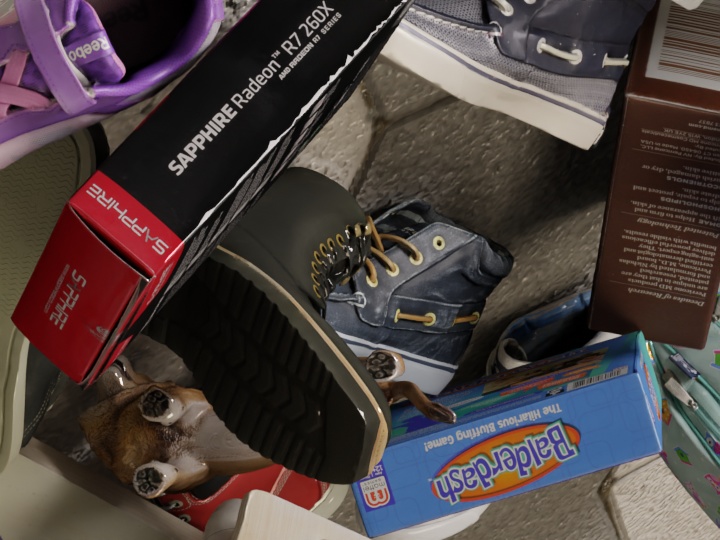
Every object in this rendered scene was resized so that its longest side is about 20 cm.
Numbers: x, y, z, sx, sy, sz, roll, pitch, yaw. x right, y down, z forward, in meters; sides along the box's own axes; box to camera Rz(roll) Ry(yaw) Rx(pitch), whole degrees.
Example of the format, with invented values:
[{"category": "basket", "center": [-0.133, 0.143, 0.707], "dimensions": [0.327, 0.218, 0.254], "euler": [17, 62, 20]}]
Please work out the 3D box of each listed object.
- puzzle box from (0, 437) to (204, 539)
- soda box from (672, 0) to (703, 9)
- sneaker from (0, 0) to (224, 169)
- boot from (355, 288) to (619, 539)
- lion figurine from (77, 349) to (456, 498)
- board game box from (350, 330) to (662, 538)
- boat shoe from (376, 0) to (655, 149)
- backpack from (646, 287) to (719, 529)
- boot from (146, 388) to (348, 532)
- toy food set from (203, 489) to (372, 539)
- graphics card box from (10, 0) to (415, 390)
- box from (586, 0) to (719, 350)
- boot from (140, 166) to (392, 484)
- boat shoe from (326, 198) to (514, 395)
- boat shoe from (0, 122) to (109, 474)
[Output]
[{"category": "puzzle box", "center": [-0.173, 0.156, 1.268], "dimensions": [0.133, 0.025, 0.200], "euler": [-42, 133, 13]}, {"category": "soda box", "center": [0.110, -0.186, 1.134], "dimensions": [0.064, 0.068, 0.200], "euler": [-49, 148, 17]}, {"category": "sneaker", "center": [-0.136, -0.079, 0.973], "dimensions": [0.200, 0.088, 0.081], "euler": [-31, 108, -19]}, {"category": "boot", "center": [0.077, 0.081, 1.469], "dimensions": [0.200, 0.074, 0.096], "euler": [-33, 144, -26]}, {"category": "lion figurine", "center": [-0.047, 0.074, 1.208], "dimensions": [0.199, 0.073, 0.122], "euler": [-1, 179, 8]}, {"category": "board game box", "center": [0.080, 0.082, 1.280], "dimensions": [0.152, 0.045, 0.200], "euler": [-17, -177, 9]}, {"category": "boat shoe", "center": [0.064, -0.127, 1.179], "dimensions": [0.200, 0.075, 0.093], "euler": [16, 101, -52]}, {"category": "backpack", "center": [0.246, 0.090, 1.520], "dimensions": [0.127, 0.200, 0.167], "euler": [-39, 151, 1]}, {"category": "boot", "center": [-0.112, 0.149, 1.350], "dimensions": [0.200, 0.072, 0.144], "euler": [-48, 147, 4]}, {"category": "toy food set", "center": [-0.076, 0.169, 1.234], "dimensions": [0.200, 0.061, 0.143], "euler": [-24, 142, 36]}, {"category": "graphics card box", "center": [-0.059, -0.052, 1.031], "dimensions": [0.200, 0.051, 0.125], "euler": [-48, 178, -29]}, {"category": "box", "center": [0.173, -0.057, 1.327], "dimensions": [0.200, 0.075, 0.100], "euler": [95, 9, -53]}, {"category": "boot", "center": [-0.021, 0.010, 1.136], "dimensions": [0.138, 0.200, 0.078], "euler": [-15, 136, -41]}, {"category": "boat shoe", "center": [0.000, 0.000, 1.279], "dimensions": [0.200, 0.071, 0.091], "euler": [19, 105, -54]}, {"category": "boat shoe", "center": [-0.152, 0.002, 1.120], "dimensions": [0.068, 0.072, 0.200], "euler": [-39, 155, -51]}]
